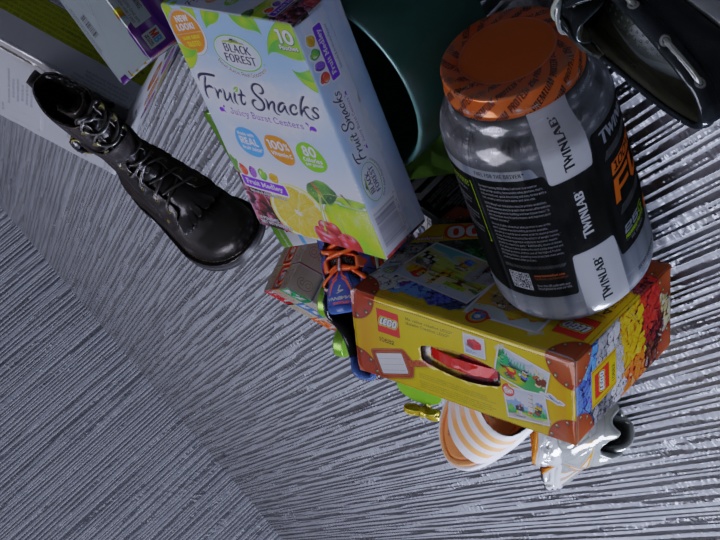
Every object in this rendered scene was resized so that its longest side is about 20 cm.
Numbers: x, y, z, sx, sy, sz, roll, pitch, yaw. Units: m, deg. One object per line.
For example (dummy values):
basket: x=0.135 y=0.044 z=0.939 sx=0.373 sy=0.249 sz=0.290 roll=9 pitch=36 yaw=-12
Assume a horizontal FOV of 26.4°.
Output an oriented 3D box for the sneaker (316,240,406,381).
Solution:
sneaker: x=0.000 y=0.000 z=1.232 sx=0.075 sy=0.078 sz=0.202 roll=-10 pitch=112 yaw=33

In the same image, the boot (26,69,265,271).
boot: x=-0.185 y=-0.086 z=1.287 sx=0.199 sy=0.070 sz=0.174 roll=30 pitch=170 yaw=40

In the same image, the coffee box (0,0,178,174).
coffee box: x=-0.264 y=-0.244 z=1.422 sx=0.199 sy=0.199 sz=0.200 roll=27 pitch=162 yaw=-6

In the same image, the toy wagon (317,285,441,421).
toy wagon: x=0.047 y=0.072 z=1.429 sx=0.154 sy=0.040 sz=0.201 roll=14 pitch=149 yaw=22

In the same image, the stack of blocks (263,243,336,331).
stack of blocks: x=0.014 y=0.040 z=1.534 sx=0.199 sy=0.059 sz=0.115 roll=30 pitch=167 yaw=-15

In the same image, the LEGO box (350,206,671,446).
LEGO box: x=0.116 y=0.036 z=1.172 sx=0.198 sy=0.149 sz=0.078 roll=17 pitch=128 yaw=34

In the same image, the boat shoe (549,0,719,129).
boat shoe: x=0.151 y=-0.160 z=0.928 sx=0.200 sy=0.060 sz=0.076 roll=39 pitch=159 yaw=29

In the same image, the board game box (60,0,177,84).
board game box: x=-0.126 y=-0.249 z=1.167 sx=0.105 sy=0.200 sz=0.103 roll=52 pitch=161 yaw=-10

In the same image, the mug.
mug: x=0.012 y=-0.181 z=1.106 sx=0.151 sy=0.114 sz=0.186 roll=8 pitch=135 yaw=51

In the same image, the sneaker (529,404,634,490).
sneaker: x=0.208 y=0.160 z=1.418 sx=0.200 sy=0.091 sz=0.077 roll=46 pitch=-139 yaw=-73

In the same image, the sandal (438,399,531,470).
sandal: x=0.124 y=0.104 z=1.316 sx=0.206 sy=0.059 sz=0.080 roll=-39 pitch=65 yaw=38

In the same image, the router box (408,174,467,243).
router box: x=0.113 y=0.011 z=1.371 sx=0.149 sy=0.051 sz=0.201 roll=37 pitch=158 yaw=29

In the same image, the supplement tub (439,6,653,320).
supplement tub: x=0.127 y=-0.073 z=1.059 sx=0.122 sy=0.122 sz=0.201 roll=31 pitch=155 yaw=43

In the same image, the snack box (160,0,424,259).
snack box: x=-0.047 y=-0.111 z=1.098 sx=0.141 sy=0.053 sz=0.201 roll=16 pitch=140 yaw=42

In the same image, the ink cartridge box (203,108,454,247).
ink cartridge box: x=-0.006 y=-0.108 z=1.257 sx=0.198 sy=0.076 sz=0.149 roll=-7 pitch=126 yaw=38
